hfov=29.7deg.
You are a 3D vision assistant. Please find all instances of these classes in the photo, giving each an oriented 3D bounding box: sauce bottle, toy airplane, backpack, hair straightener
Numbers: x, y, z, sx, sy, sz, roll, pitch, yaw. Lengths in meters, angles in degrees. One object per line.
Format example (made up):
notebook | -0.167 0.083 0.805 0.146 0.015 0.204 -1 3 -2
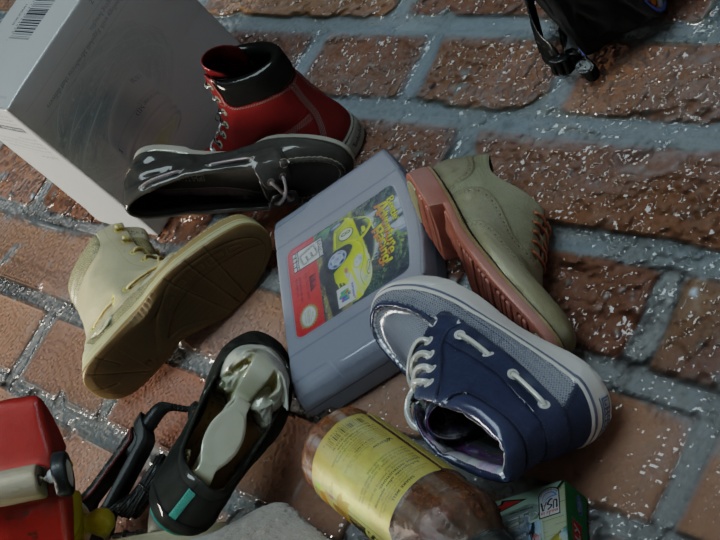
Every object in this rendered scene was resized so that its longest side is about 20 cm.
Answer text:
sauce bottle | 0.038 0.143 0.788 0.066 0.066 0.200 -53 35 -5
toy airplane | -0.215 0.210 0.967 0.200 0.199 0.141 -56 7 5
backpack | 0.155 -0.279 0.992 0.153 0.200 0.191 -27 35 19
hair straightener | -0.182 0.186 1.054 0.077 0.041 0.201 29 74 31

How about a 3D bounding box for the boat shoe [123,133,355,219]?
boat shoe | -0.103 -0.070 1.126 0.198 0.067 0.057 -2 50 15

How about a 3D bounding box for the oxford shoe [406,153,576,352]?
oxford shoe | 0.100 -0.017 0.911 0.073 0.071 0.201 -25 49 -7

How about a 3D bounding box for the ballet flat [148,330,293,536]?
ballet flat | -0.084 0.102 0.960 0.069 0.068 0.201 -53 9 42

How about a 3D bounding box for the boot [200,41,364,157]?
boot | -0.114 -0.128 1.157 0.199 0.144 0.073 -17 48 36

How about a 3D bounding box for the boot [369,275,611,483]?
boot | 0.053 0.063 0.842 0.090 0.073 0.199 -20 29 -36

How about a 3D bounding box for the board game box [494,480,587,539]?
board game box | 0.044 0.214 0.797 0.199 0.029 0.136 -25 42 29

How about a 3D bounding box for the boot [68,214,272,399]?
boot | -0.171 -0.002 1.169 0.200 0.073 0.156 -44 36 11

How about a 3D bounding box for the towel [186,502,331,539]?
towel | -0.073 0.193 0.817 0.131 0.035 0.200 -21 12 -19

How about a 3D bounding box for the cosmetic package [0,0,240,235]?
cosmetic package | -0.232 -0.175 1.269 0.122 0.200 0.200 14 69 47

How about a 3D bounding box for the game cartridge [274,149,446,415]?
game cartridge | 0.000 0.000 1.023 0.132 0.041 0.201 -30 41 17
